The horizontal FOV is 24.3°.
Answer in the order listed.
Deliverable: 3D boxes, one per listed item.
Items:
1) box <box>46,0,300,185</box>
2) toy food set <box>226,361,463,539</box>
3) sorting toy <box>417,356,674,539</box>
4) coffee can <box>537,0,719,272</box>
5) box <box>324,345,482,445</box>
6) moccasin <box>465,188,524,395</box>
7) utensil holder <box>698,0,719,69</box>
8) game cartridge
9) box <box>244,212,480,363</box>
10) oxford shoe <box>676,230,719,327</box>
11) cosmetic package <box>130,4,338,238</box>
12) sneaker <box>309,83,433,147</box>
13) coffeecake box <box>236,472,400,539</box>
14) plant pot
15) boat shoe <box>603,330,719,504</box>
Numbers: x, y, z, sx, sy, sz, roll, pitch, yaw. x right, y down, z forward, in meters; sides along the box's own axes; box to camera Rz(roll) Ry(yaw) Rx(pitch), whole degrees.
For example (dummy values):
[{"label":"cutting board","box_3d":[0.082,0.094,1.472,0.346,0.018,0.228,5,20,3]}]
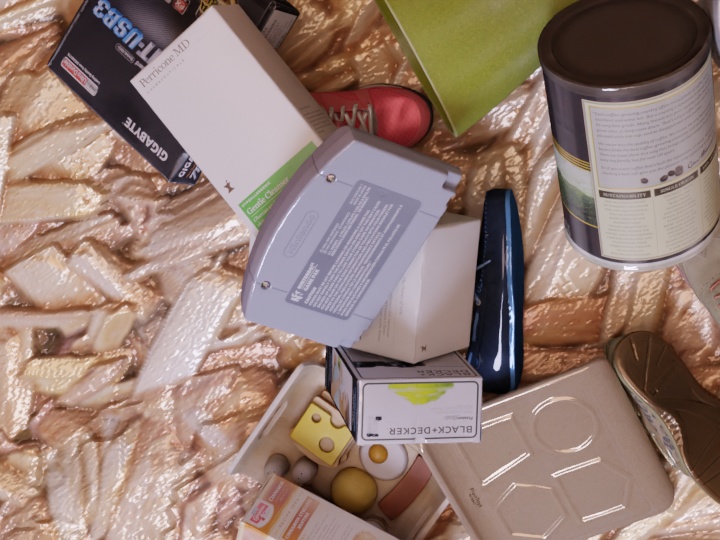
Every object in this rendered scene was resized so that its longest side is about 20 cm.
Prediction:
[{"label":"box","box_3d":[-0.180,-0.218,1.584,0.200,0.050,0.199,43,107,26]},{"label":"toy food set","box_3d":[-0.016,0.202,1.659,0.199,0.060,0.144,35,106,3]},{"label":"sorting toy","box_3d":[0.179,0.186,1.607,0.199,0.037,0.186,-24,115,14]},{"label":"coffee can","box_3d":[0.238,-0.121,1.459,0.145,0.147,0.201,-4,130,12]},{"label":"box","box_3d":[0.037,0.103,1.545,0.116,0.200,0.061,0,101,-9]},{"label":"moccasin","box_3d":[0.117,0.023,1.588,0.068,0.080,0.202,3,100,16]},{"label":"utensil holder","box_3d":[0.375,-0.224,1.421,0.168,0.200,0.172,2,100,10]},{"label":"game cartridge","box_3d":[-0.017,-0.028,1.435,0.133,0.041,0.201,17,120,-31]},{"label":"box","box_3d":[0.000,0.000,1.563,0.199,0.097,0.126,13,104,34]},{"label":"oxford shoe","box_3d":[0.349,0.022,1.541,0.070,0.075,0.200,-39,91,17]},{"label":"cosmetic package","box_3d":[-0.094,-0.126,1.479,0.107,0.085,0.200,-41,90,15]},{"label":"sneaker","box_3d":[-0.031,-0.134,1.585,0.198,0.087,0.074,-1,101,12]},{"label":"coffeecake box","box_3d":[-0.027,0.310,1.635,0.199,0.073,0.154,26,137,10]},{"label":"plant pot","box_3d":[0.125,-0.250,1.498,0.199,0.187,0.188,-29,94,2]},{"label":"boat shoe","box_3d":[0.306,0.139,1.587,0.073,0.063,0.201,-37,94,-11]}]
